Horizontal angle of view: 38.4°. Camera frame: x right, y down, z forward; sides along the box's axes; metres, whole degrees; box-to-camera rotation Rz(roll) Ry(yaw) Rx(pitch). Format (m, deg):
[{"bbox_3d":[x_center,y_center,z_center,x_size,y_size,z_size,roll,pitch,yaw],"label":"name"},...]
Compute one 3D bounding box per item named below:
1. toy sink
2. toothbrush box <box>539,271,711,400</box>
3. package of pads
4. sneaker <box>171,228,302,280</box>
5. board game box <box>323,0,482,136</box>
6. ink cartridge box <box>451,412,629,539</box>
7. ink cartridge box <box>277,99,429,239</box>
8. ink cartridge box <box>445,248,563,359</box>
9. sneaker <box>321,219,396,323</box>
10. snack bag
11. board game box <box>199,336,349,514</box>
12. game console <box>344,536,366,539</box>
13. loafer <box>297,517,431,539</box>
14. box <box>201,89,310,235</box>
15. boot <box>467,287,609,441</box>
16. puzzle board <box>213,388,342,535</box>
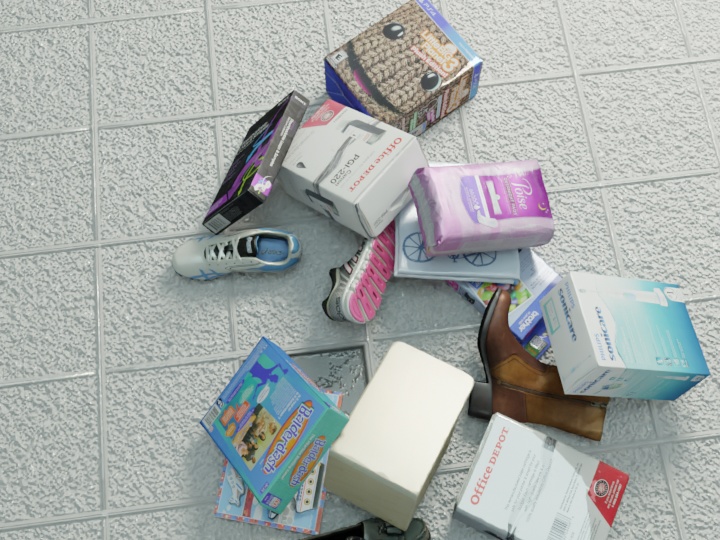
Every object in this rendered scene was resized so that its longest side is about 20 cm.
[{"bbox_3d":[0.053,0.221,1.394,0.129,0.113,0.201,24,53,11],"label":"toy sink"},{"bbox_3d":[0.362,0.092,1.423,0.197,0.085,0.149,6,55,-27],"label":"toothbrush box"},{"bbox_3d":[0.173,-0.088,1.472,0.196,0.076,0.123,-5,71,-21],"label":"package of pads"},{"bbox_3d":[-0.184,-0.029,1.529,0.196,0.073,0.073,-6,69,-1],"label":"sneaker"},{"bbox_3d":[0.066,-0.306,1.626,0.199,0.097,0.160,-36,72,-13],"label":"board game box"},{"bbox_3d":[0.238,0.304,1.389,0.197,0.084,0.146,25,71,9],"label":"ink cartridge box"},{"bbox_3d":[-0.016,-0.153,1.532,0.199,0.085,0.146,30,70,38],"label":"ink cartridge box"},{"bbox_3d":[0.223,0.023,1.527,0.200,0.042,0.119,43,74,14],"label":"ink cartridge box"},{"bbox_3d":[0.000,0.000,1.514,0.086,0.074,0.202,-12,39,39],"label":"sneaker"},{"bbox_3d":[0.140,-0.077,1.534,0.184,0.021,0.204,2,64,-3],"label":"snack bag"},{"bbox_3d":[-0.119,0.201,1.375,0.153,0.045,0.200,-53,40,1],"label":"board game box"},{"bbox_3d":[0.065,0.438,1.265,0.199,0.115,0.179,31,62,-35],"label":"game console"},{"bbox_3d":[-0.003,0.364,1.363,0.196,0.064,0.072,-17,30,-5],"label":"loafer"},{"bbox_3d":[-0.154,-0.160,1.528,0.036,0.142,0.202,36,54,-21],"label":"box"},{"bbox_3d":[0.259,0.131,1.445,0.196,0.068,0.192,8,86,4],"label":"boot"},{"bbox_3d":[-0.113,0.255,1.444,0.148,0.017,0.204,9,69,4],"label":"puzzle board"}]
